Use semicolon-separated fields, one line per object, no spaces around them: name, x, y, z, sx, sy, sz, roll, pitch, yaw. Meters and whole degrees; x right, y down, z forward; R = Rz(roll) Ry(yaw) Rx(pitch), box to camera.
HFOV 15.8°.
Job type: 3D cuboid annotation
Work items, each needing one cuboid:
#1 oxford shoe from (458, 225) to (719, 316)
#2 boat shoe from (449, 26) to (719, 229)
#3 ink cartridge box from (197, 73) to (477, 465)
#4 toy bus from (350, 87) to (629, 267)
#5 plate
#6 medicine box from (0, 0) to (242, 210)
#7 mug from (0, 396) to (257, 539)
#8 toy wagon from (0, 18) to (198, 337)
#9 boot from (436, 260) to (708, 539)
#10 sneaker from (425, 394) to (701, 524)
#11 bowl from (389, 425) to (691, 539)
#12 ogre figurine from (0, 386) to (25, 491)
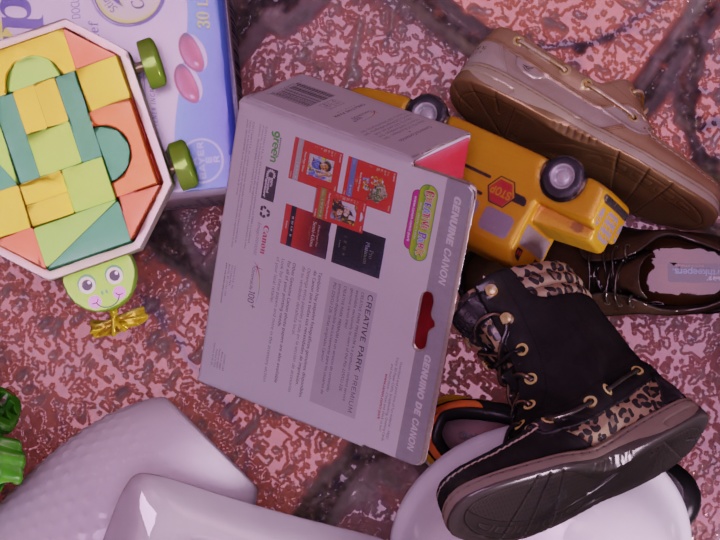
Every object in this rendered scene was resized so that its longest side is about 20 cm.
oxford shoe;0.162;-0.002;1.728;0.198;0.084;0.073;-5;89;3
boat shoe;0.160;-0.100;1.738;0.199;0.074;0.069;30;65;-3
ink cartridge box;0.000;0.000;1.671;0.175;0.084;0.202;21;115;24
toy bus;0.073;-0.057;1.709;0.199;0.065;0.079;26;86;24
plate;-0.092;0.245;1.650;0.199;0.032;0.201;19;99;-28
medicine box;-0.180;-0.129;1.735;0.198;0.103;0.184;-6;88;1
mug;-0.139;0.194;1.700;0.200;0.148;0.175;43;86;2
toy wagon;-0.183;-0.056;1.661;0.154;0.040;0.202;-18;88;2
boot;0.102;0.078;1.617;0.199;0.073;0.151;-19;58;-29
sneaker;0.130;0.135;1.719;0.199;0.090;0.071;18;88;3
bowl;0.119;0.204;1.671;0.199;0.091;0.203;-1;120;-1
ogre figurine;-0.278;0.114;1.707;0.200;0.098;0.120;41;109;34
